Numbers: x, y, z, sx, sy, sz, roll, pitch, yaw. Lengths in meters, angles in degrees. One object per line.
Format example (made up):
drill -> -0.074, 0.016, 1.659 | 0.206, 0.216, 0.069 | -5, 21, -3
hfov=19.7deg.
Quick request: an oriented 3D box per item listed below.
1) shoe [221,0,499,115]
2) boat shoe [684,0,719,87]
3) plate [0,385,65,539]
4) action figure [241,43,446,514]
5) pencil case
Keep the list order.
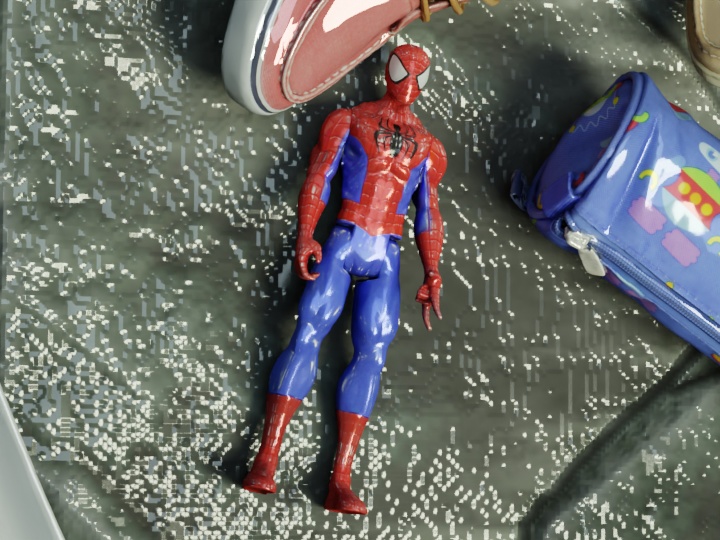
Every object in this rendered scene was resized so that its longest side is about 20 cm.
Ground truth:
shoe -> 0.032, -0.135, 0.863 | 0.091, 0.071, 0.200 | 29, 72, 28
boat shoe -> 0.182, -0.179, 0.914 | 0.074, 0.069, 0.200 | 9, 73, 27
plate -> -0.211, 0.139, 0.816 | 0.200, 0.032, 0.200 | -24, 92, -15
action figure -> 0.000, 0.000, 0.877 | 0.065, 0.052, 0.200 | 14, 80, -11
pencil case -> 0.162, 0.002, 0.903 | 0.200, 0.078, 0.087 | 39, 60, -10
